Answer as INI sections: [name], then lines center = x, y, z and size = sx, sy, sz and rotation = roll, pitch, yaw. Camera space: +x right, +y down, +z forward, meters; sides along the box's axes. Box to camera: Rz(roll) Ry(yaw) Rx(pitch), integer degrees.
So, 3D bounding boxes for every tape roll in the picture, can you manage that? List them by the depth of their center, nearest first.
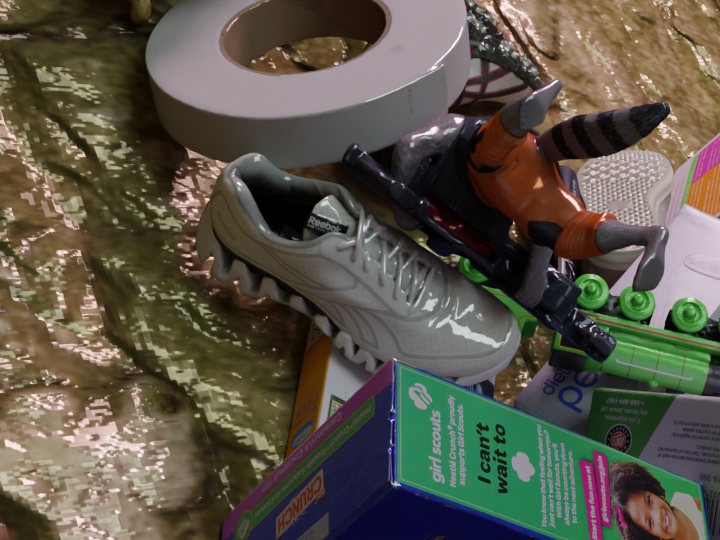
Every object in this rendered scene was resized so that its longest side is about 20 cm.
[tape roll]
center = -0.031, -0.132, 0.964
size = 0.200, 0.037, 0.204
rotation = -5, 37, 4

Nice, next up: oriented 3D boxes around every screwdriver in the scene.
[screwdriver]
center = 0.134, -0.005, 1.047
size = 0.201, 0.028, 0.029
rotation = -83, 157, -49

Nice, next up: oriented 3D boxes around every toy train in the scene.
[toy train]
center = 0.142, 0.035, 0.949
size = 0.198, 0.042, 0.057
rotation = 14, 66, 7

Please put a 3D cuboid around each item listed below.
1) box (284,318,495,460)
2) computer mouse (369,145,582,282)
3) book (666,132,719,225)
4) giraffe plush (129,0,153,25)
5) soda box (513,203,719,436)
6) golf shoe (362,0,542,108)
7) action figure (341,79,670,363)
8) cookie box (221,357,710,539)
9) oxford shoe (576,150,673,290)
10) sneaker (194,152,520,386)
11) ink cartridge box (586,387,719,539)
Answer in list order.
[box]
center = 0.022, 0.074, 0.943
size = 0.118, 0.041, 0.201
rotation = 28, 47, -20
[computer mouse]
center = 0.070, -0.040, 1.067
size = 0.199, 0.046, 0.141
rotation = 20, 43, -43
[book]
center = 0.303, -0.086, 1.176
size = 0.048, 0.200, 0.134
rotation = 33, 44, -14
[giraffe plush]
center = -0.110, -0.252, 0.987
size = 0.173, 0.198, 0.163
rotation = 48, 40, -37
[soda box]
center = 0.181, 0.050, 1.007
size = 0.068, 0.064, 0.200
rotation = 28, 58, 30
[golf shoe]
center = 0.062, -0.149, 1.126
size = 0.077, 0.088, 0.199
rotation = 53, 17, 26
[action figure]
center = 0.101, -0.036, 0.870
size = 0.199, 0.193, 0.105
rotation = 37, 79, -22
[cookie box]
center = 0.051, 0.147, 0.812
size = 0.199, 0.171, 0.076
rotation = 23, 44, -25
[oxford shoe]
center = 0.191, -0.034, 1.149
size = 0.200, 0.074, 0.058
rotation = -71, 155, -60
[sneaker]
center = 0.000, 0.000, 0.890
size = 0.198, 0.081, 0.076
rotation = 25, 57, 3
[ink cartridge box]
center = 0.185, 0.173, 0.867
size = 0.082, 0.146, 0.202
rotation = 14, 83, -31
